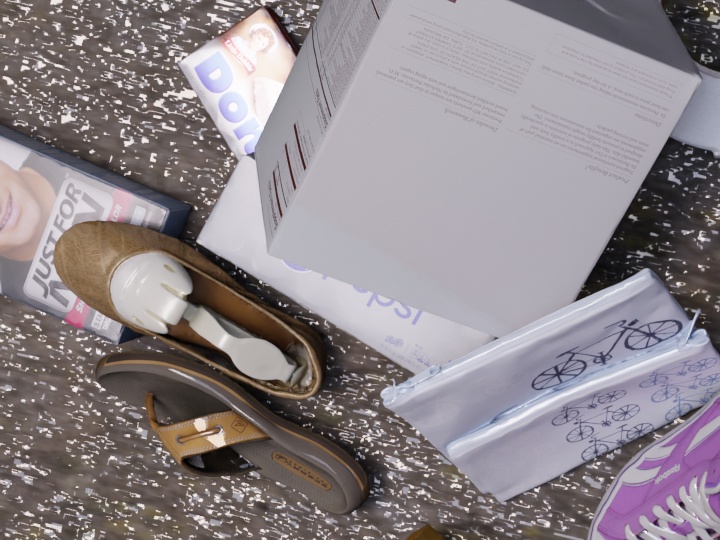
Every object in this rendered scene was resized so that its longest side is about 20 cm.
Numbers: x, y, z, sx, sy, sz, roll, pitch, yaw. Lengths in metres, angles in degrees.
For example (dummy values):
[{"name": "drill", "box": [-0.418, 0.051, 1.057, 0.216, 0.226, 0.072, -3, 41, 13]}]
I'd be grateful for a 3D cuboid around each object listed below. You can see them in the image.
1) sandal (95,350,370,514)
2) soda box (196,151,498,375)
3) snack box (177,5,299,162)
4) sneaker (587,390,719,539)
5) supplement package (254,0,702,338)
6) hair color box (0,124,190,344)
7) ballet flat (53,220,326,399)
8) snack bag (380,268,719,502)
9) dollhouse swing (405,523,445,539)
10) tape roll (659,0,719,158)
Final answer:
[{"name": "sandal", "box": [-0.090, 0.114, 1.519, 0.200, 0.082, 0.055, 31, 63, 1]}, {"name": "soda box", "box": [0.000, 0.000, 1.478, 0.200, 0.063, 0.068, 30, 101, 6]}, {"name": "snack box", "box": [-0.038, -0.072, 1.525, 0.072, 0.024, 0.200, -33, 88, 12]}, {"name": "sneaker", "box": [0.208, 0.146, 1.435, 0.073, 0.114, 0.201, 34, 112, -7]}, {"name": "supplement package", "box": [0.063, -0.094, 1.389, 0.191, 0.147, 0.200, 20, 115, -17]}, {"name": "hair color box", "box": [-0.227, -0.036, 1.547, 0.200, 0.061, 0.099, 23, 98, 9]}, {"name": "ballet flat", "box": [-0.103, 0.030, 1.482, 0.200, 0.072, 0.068, 32, 96, -20]}, {"name": "snack bag", "box": [0.130, 0.074, 1.425, 0.188, 0.200, 0.021, -25, 60, 11]}, {"name": "dollhouse swing", "box": [0.035, 0.291, 1.446, 0.176, 0.200, 0.182, 43, 100, 5]}, {"name": "tape roll", "box": [0.241, -0.173, 1.458, 0.202, 0.037, 0.203, 1, 93, 11]}]
